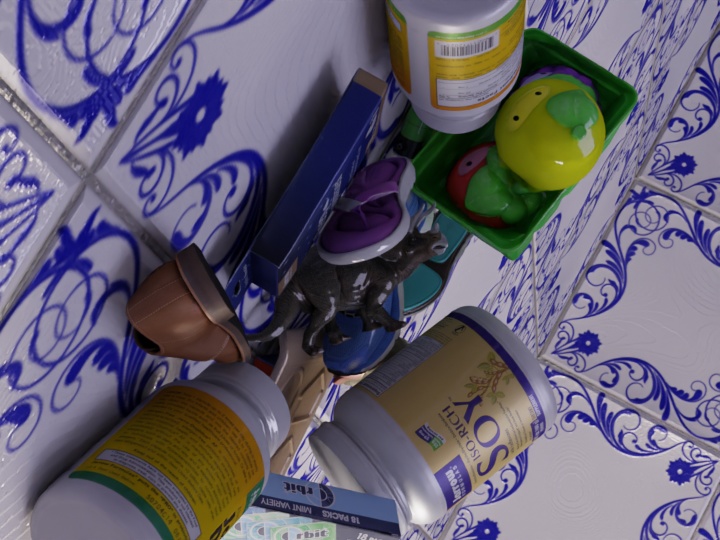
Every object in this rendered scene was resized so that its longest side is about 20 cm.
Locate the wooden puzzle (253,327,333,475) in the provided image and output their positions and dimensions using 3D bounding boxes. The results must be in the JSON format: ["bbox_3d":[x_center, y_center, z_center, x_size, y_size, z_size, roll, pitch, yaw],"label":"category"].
[{"bbox_3d":[-0.088,0.145,1.303,0.201,0.046,0.185,-69,166,5],"label":"wooden puzzle"}]

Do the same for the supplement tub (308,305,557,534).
[{"bbox_3d":[0.066,0.143,1.281,0.200,0.145,0.146,-36,158,-16],"label":"supplement tub"}]

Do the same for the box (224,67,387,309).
[{"bbox_3d":[-0.042,-0.052,1.083,0.200,0.032,0.121,-58,177,-12],"label":"box"}]

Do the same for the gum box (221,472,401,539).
[{"bbox_3d":[-0.085,0.258,1.200,0.200,0.169,0.045,-58,-153,36],"label":"gum box"}]

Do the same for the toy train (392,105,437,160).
[{"bbox_3d":[0.079,-0.187,1.291,0.056,0.042,0.201,-17,133,-57],"label":"toy train"}]

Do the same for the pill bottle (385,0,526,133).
[{"bbox_3d":[0.077,-0.194,1.121,0.111,0.111,0.200,-58,165,-17],"label":"pill bottle"}]

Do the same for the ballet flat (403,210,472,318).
[{"bbox_3d":[0.068,0.005,1.546,0.200,0.067,0.064,-50,168,-41],"label":"ballet flat"}]

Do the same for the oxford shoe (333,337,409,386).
[{"bbox_3d":[0.015,0.095,1.433,0.200,0.074,0.071,-167,-87,-85],"label":"oxford shoe"}]

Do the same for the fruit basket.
[{"bbox_3d":[0.151,-0.121,1.245,0.216,0.155,0.216,-44,156,-25],"label":"fruit basket"}]

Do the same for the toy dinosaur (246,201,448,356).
[{"bbox_3d":[-0.020,0.013,1.209,0.077,0.199,0.103,-169,-117,-78],"label":"toy dinosaur"}]

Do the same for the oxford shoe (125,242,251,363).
[{"bbox_3d":[-0.123,0.034,0.970,0.071,0.071,0.200,-30,165,-3],"label":"oxford shoe"}]

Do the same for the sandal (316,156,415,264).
[{"bbox_3d":[0.000,-0.061,1.176,0.203,0.082,0.050,-76,144,-66],"label":"sandal"}]

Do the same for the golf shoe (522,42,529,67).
[{"bbox_3d":[0.129,-0.173,1.387,0.200,0.078,0.098,66,43,-71],"label":"golf shoe"}]

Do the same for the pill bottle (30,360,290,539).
[{"bbox_3d":[-0.135,0.149,0.999,0.200,0.112,0.113,-45,158,-51],"label":"pill bottle"}]

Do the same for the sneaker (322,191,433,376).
[{"bbox_3d":[0.000,0.000,1.289,0.089,0.078,0.201,33,69,-53],"label":"sneaker"}]
